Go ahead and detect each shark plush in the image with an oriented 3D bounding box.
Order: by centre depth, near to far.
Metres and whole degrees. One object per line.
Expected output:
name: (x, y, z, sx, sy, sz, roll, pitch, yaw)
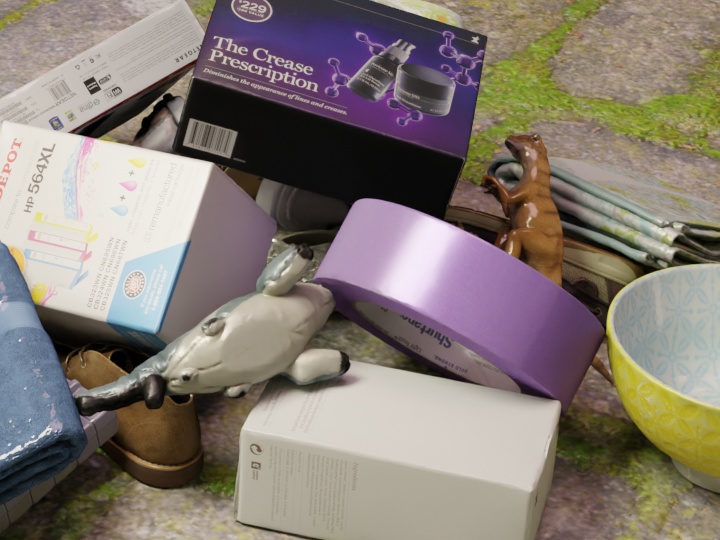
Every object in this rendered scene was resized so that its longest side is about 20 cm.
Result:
shark plush: (-0.093, 0.063, 1.440, 0.200, 0.091, 0.083, -36, 16, -25)

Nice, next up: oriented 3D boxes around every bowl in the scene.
bowl: (0.264, 0.090, 1.514, 0.199, 0.108, 0.200, 3, 30, -2)

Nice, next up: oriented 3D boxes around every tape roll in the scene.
tape roll: (0.068, 0.027, 1.515, 0.200, 0.066, 0.200, 28, -9, 5)

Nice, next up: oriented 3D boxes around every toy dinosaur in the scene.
toy dinosaur: (0.127, -0.012, 1.600, 0.106, 0.060, 0.201, -7, 76, -16)

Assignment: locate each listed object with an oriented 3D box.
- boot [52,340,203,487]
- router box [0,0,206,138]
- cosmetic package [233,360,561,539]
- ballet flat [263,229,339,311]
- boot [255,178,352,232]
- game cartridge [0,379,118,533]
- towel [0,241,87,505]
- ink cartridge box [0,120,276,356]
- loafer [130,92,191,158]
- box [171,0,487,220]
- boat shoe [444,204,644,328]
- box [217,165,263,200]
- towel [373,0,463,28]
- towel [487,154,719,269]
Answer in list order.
boot: (-0.186, 0.074, 1.512, 0.200, 0.076, 0.074, 25, 37, 32)
router box: (-0.234, -0.126, 1.725, 0.200, 0.049, 0.179, -34, 3, -29)
cosmetic package: (0.027, 0.127, 1.446, 0.199, 0.081, 0.113, 13, 31, 11)
ballet flat: (0.000, 0.000, 1.655, 0.199, 0.072, 0.072, 5, 30, -1)
boot: (0.004, -0.050, 1.712, 0.095, 0.074, 0.200, 27, 17, 25)
game cartridge: (-0.278, 0.096, 1.470, 0.200, 0.039, 0.130, 26, 49, 32)
towel: (-0.254, 0.066, 1.419, 0.111, 0.049, 0.200, -27, 51, -3)
ink cartridge box: (-0.186, -0.015, 1.538, 0.199, 0.129, 0.125, 12, -14, 23)
loafer: (-0.161, -0.103, 1.773, 0.063, 0.072, 0.200, -31, 2, -5)
box: (-0.020, -0.128, 1.554, 0.199, 0.079, 0.141, 16, 43, -5)
boat shoe: (0.117, -0.003, 1.668, 0.199, 0.065, 0.073, 16, -4, 1)
box: (-0.029, -0.099, 1.765, 0.199, 0.163, 0.021, -12, 76, -24)
towel: (-0.014, -0.143, 1.661, 0.170, 0.048, 0.201, 15, 52, -3)
towel: (0.223, -0.043, 1.748, 0.171, 0.048, 0.200, 6, 17, -45)
